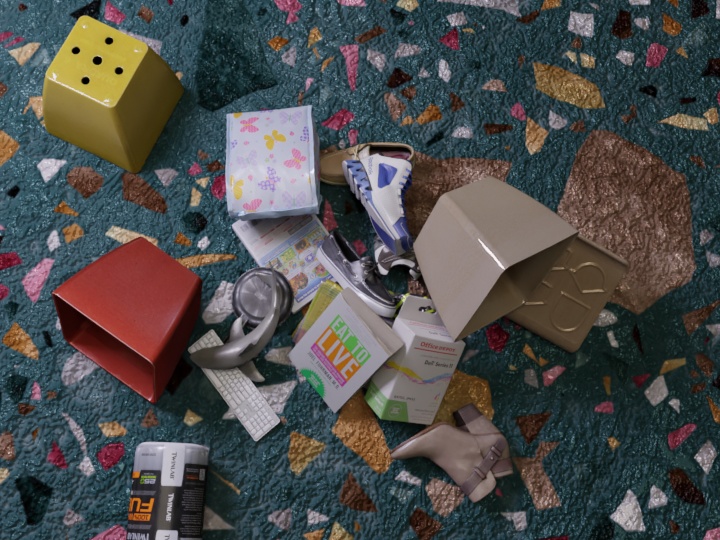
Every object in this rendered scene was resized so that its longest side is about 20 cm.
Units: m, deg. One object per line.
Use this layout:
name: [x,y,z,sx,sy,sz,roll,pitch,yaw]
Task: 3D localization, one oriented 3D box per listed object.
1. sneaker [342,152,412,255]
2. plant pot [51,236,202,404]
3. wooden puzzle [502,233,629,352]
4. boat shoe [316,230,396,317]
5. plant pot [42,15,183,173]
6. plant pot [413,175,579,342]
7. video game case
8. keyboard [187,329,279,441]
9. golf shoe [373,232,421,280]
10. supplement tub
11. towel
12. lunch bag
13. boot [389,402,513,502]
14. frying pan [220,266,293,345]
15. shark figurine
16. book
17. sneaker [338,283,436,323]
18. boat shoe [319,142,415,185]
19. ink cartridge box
sneaker: [0.058,-0.140,1.462,0.113,0.081,0.202,-27,68,-8]
plant pot: [-0.370,0.070,1.369,0.198,0.201,0.177,34,60,4]
wooden puzzle: [0.359,0.024,1.485,0.183,0.046,0.202,28,108,-3]
boat shoe: [0.000,0.000,1.423,0.200,0.069,0.067,45,116,36]
plant pot: [-0.456,-0.334,1.474,0.197,0.177,0.203,24,72,1]
plant pot: [0.205,-0.036,1.365,0.197,0.202,0.178,-22,63,-36]
video game case: [-0.125,-0.041,1.508,0.142,0.018,0.201,-34,80,-15]
keyboard: [-0.221,0.199,1.422,0.056,0.011,0.201,-37,85,-11]
golf shoe: [0.122,-0.029,1.509,0.195,0.078,0.097,-1,82,2]
supplement tub: [-0.310,0.383,1.310,0.120,0.123,0.205,3,73,-5]
towel: [-0.014,0.117,1.435,0.197,0.023,0.145,30,110,5]
lunch bag: [-0.156,-0.180,1.473,0.165,0.128,0.204,-7,59,3]
boot: [0.165,0.329,1.408,0.197,0.070,0.148,-26,80,-12]
frying pan: [-0.207,0.067,1.455,0.187,0.031,0.116,-28,79,-10]
shark figurine: [-0.181,0.103,1.391,0.127,0.090,0.216,38,85,1]
book: [-0.031,0.136,1.379,0.134,0.201,0.048,47,42,9]
sneaker: [0.042,0.071,1.470,0.196,0.076,0.077,15,78,18]
boat shoe: [0.009,-0.211,1.546,0.195,0.067,0.076,-10,75,-9]
ink cartridge box: [0.099,0.153,1.381,0.115,0.067,0.204,11,108,-31]
